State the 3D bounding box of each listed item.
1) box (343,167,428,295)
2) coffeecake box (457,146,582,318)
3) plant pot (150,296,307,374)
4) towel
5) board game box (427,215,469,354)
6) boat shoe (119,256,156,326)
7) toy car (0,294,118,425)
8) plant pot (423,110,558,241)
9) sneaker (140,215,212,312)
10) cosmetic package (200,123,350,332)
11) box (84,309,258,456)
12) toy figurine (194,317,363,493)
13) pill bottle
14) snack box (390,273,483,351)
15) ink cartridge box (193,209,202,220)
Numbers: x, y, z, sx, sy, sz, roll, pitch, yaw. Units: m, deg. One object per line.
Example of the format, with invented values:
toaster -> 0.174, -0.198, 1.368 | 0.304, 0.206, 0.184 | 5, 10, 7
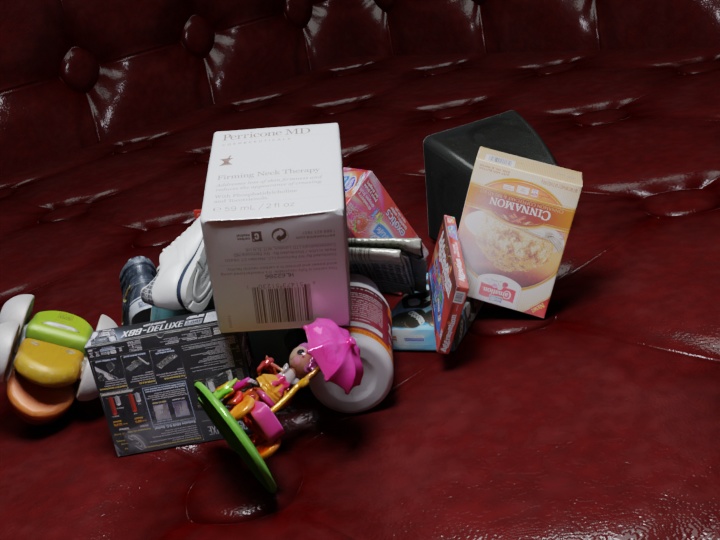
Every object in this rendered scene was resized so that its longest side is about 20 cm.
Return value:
box -> 0.010, -0.063, 1.546 | 0.099, 0.201, 0.096 | 13, 59, 47
coffeecake box -> 0.216, -0.054, 1.371 | 0.151, 0.204, 0.073 | 15, 23, 7
plant pot -> -0.161, 0.067, 1.353 | 0.192, 0.204, 0.200 | 4, 24, 18
towel -> 0.000, 0.000, 1.371 | 0.196, 0.035, 0.193 | 0, -21, 7
board game box -> 0.118, 0.015, 1.326 | 0.019, 0.105, 0.201 | 11, 29, -7
boat shoe -> -0.317, 0.066, 1.410 | 0.070, 0.201, 0.092 | -7, 59, -21
toy car -> -0.443, 0.138, 1.371 | 0.172, 0.152, 0.201 | 15, 21, -13
plant pot -> 0.241, -0.135, 1.668 | 0.197, 0.203, 0.177 | -19, 33, -21
sneaker -> -0.222, -0.027, 1.281 | 0.079, 0.077, 0.201 | -2, 38, 22
cosmetic package -> -0.098, -0.054, 1.176 | 0.164, 0.169, 0.202 | -4, 37, 0
box -> -0.231, 0.141, 1.222 | 0.196, 0.161, 0.050 | -11, 20, 3
toy figurine -> -0.083, 0.135, 1.121 | 0.183, 0.151, 0.199 | -37, 12, -16
pill bottle -> -0.012, 0.088, 1.281 | 0.111, 0.115, 0.201 | -9, 27, 5
snack box -> 0.113, 0.058, 1.427 | 0.114, 0.038, 0.200 | -2, 23, 24
ink cartridge box -> -0.185, -0.012, 1.570 | 0.197, 0.177, 0.044 | 1, 27, 29
